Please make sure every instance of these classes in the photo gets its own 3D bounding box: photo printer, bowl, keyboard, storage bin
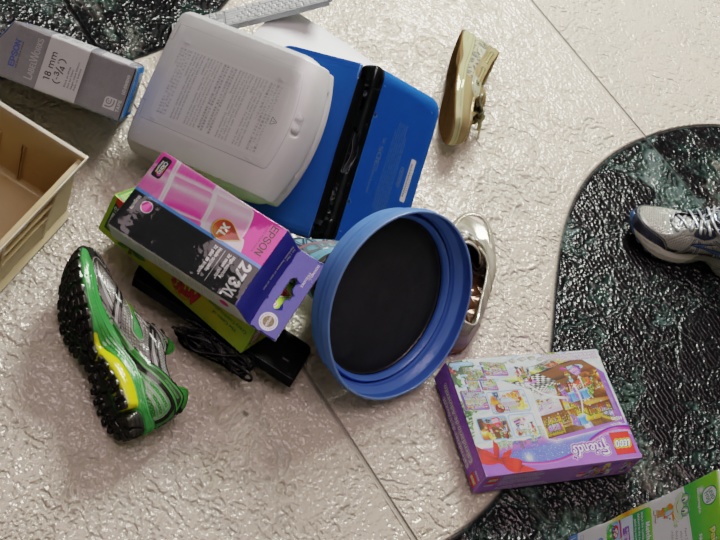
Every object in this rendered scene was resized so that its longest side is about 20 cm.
[{"bbox_3d":[-0.084,-0.209,1.479,0.165,0.070,0.201,34,49,4],"label":"photo printer"},{"bbox_3d":[0.032,0.031,1.281,0.199,0.204,0.039,-22,30,-35],"label":"bowl"},{"bbox_3d":[-0.151,0.060,1.281,0.198,0.040,0.104,32,29,1],"label":"keyboard"},{"bbox_3d":[-0.131,-0.311,1.509,0.197,0.011,0.057,-14,37,-1],"label":"keyboard"},{"bbox_3d":[-0.133,-0.170,1.344,0.198,0.069,0.168,22,87,20],"label":"photo printer"},{"bbox_3d":[-0.410,-0.077,1.224,0.198,0.094,0.199,32,49,2],"label":"storage bin"}]

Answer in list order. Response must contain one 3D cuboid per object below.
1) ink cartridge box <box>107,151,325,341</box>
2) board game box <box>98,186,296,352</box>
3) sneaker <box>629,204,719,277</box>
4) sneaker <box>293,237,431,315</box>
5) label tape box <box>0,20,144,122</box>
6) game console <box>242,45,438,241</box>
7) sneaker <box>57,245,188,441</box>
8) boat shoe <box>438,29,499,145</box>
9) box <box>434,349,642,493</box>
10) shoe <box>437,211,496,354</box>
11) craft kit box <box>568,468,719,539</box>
[{"bbox_3d":[-0.140,-0.025,1.222,0.199,0.037,0.095,33,71,6],"label":"ink cartridge box"},{"bbox_3d":[-0.161,-0.011,1.287,0.199,0.048,0.101,40,29,11],"label":"board game box"},{"bbox_3d":[0.436,-0.052,1.577,0.197,0.086,0.078,17,50,-10],"label":"sneaker"},{"bbox_3d":[0.000,0.000,1.335,0.199,0.080,0.095,19,9,-46],"label":"sneaker"},{"bbox_3d":[-0.336,-0.224,1.336,0.197,0.064,0.144,19,7,-10],"label":"label tape box"},{"bbox_3d":[-0.026,-0.127,1.404,0.170,0.117,0.203,21,85,-44],"label":"game console"},{"bbox_3d":[-0.234,0.066,1.215,0.084,0.078,0.202,-14,70,-38],"label":"sneaker"},{"bbox_3d":[0.142,-0.232,1.593,0.062,0.074,0.202,18,49,-6],"label":"boat shoe"},{"bbox_3d":[0.190,0.158,1.342,0.197,0.039,0.138,-2,55,-25],"label":"box"},{"bbox_3d":[0.124,0.004,1.420,0.069,0.054,0.202,20,50,-8],"label":"shoe"},{"bbox_3d":[0.276,0.312,1.160,0.048,0.197,0.202,27,48,-23],"label":"craft kit box"}]
